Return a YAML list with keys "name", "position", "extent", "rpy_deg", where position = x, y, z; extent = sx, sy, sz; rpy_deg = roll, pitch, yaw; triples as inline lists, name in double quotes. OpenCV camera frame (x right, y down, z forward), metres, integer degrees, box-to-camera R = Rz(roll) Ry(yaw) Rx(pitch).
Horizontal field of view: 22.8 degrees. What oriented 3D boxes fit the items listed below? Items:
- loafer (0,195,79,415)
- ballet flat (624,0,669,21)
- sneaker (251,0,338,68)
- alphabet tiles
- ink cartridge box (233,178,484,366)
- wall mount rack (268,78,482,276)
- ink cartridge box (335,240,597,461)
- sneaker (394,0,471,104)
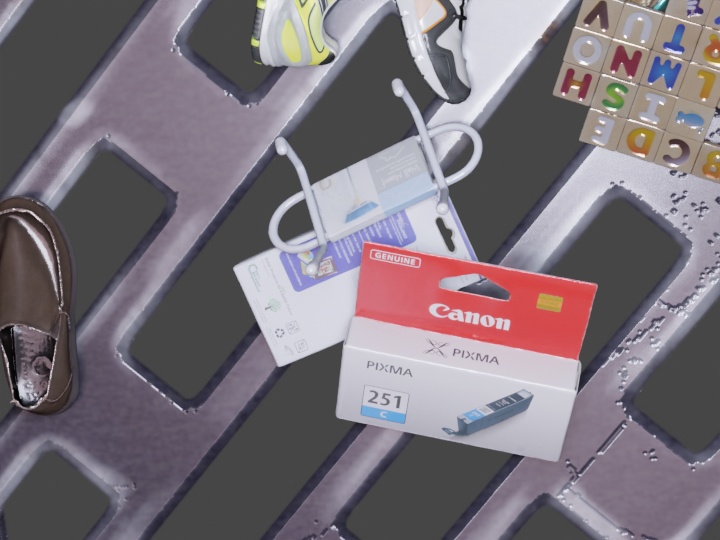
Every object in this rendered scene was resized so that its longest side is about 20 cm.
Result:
- name: "loafer"
  position: [-0.286, 0.034, 1.566]
  extent: [0.073, 0.071, 0.200]
  rpy_deg: [-9, 97, 8]
- name: "ballet flat"
  position: [0.280, -0.293, 1.459]
  extent: [0.200, 0.071, 0.065]
  rpy_deg: [-45, 80, 8]
- name: "sneaker"
  position: [-0.040, -0.268, 1.501]
  extent: [0.076, 0.075, 0.200]
  rpy_deg: [10, 110, -2]
- name: "alphabet tiles"
  position: [0.267, -0.159, 1.475]
  extent: [0.200, 0.008, 0.167]
  rpy_deg: [17, 124, 3]
- name: "ink cartridge box"
  position: [0.000, 0.000, 1.546]
  extent: [0.200, 0.039, 0.100]
  rpy_deg: [-22, 95, 11]
- name: "wall mount rack"
  position: [0.006, -0.066, 1.478]
  extent: [0.200, 0.174, 0.075]
  rpy_deg: [-26, 138, 9]
- name: "ink cartridge box"
  position: [0.085, 0.071, 1.500]
  extent: [0.200, 0.045, 0.176]
  rpy_deg: [11, 133, 4]
- name: "sneaker"
  position: [0.065, -0.238, 1.487]
  extent: [0.080, 0.074, 0.200]
  rpy_deg: [-15, 97, 6]
